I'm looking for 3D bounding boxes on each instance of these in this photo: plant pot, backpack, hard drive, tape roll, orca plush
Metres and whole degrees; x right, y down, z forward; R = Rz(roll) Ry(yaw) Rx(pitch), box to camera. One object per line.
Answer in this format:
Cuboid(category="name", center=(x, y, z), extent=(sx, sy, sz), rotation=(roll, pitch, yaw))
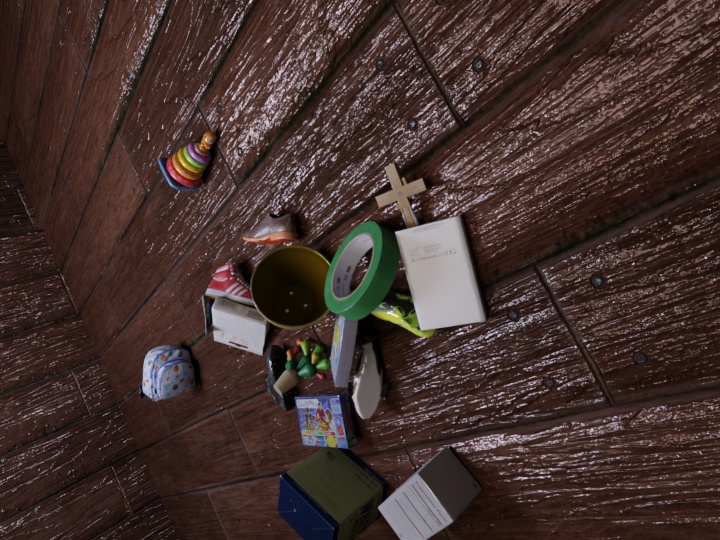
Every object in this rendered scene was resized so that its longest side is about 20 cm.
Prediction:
Cuboid(category="plant pot", center=(-0.157, 0.060, 1.224), extent=(0.200, 0.200, 0.142), rotation=(54, 163, 15))
Cuboid(category="backpack", center=(-0.708, 0.374, 1.876), extent=(0.154, 0.200, 0.191), rotation=(3, 101, 39))
Cuboid(category="hard drive", center=(0.153, 0.007, 0.965), extent=(0.131, 0.027, 0.201), rotation=(-12, 96, 27))
Cuboid(category="tape roll", center=(0.000, 0.000, 1.040), extent=(0.200, 0.048, 0.201), rotation=(-40, 37, 39))
Cuboid(category="orca plush", center=(0.004, 0.243, 1.200), extent=(0.071, 0.105, 0.201), rotation=(-153, 47, -73))

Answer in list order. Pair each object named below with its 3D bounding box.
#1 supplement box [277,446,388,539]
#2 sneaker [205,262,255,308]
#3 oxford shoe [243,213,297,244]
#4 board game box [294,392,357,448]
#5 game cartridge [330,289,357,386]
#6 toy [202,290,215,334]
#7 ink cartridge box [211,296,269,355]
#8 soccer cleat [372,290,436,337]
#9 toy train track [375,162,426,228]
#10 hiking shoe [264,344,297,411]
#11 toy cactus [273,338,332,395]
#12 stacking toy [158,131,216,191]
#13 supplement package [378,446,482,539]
Cuboid(category="supplement box", center=(-0.073, 0.585, 1.310), extent=(0.200, 0.199, 0.135), rotation=(29, 122, 34))
Cuboid(category="sneaker", center=(-0.339, 0.042, 1.459), extent=(0.199, 0.071, 0.113), rotation=(12, 72, 11))
Cuboid(category="oxford shoe", center=(-0.231, -0.107, 1.311), extent=(0.199, 0.071, 0.073), rotation=(-2, 84, 41))
Cuboid(category="board game box", center=(-0.097, 0.402, 1.366), extent=(0.200, 0.034, 0.136), rotation=(-16, 83, 47))
Cuboid(category="game cartridge", center=(-0.037, 0.151, 1.152), extent=(0.133, 0.040, 0.201), rotation=(-132, 49, -73))
Cuboid(category="toy", center=(-0.448, 0.117, 1.555), extent=(0.200, 0.047, 0.116), rotation=(-156, 61, -76))
Cuboid(category="ink cartridge box", center=(-0.349, 0.166, 1.484), extent=(0.160, 0.050, 0.200), rotation=(18, 146, -1))
Cuboid(category="soccer cleat", center=(0.080, 0.087, 1.084), extent=(0.200, 0.065, 0.084), rotation=(28, 153, 29))
Cuboid(category="toy train track", center=(0.100, -0.115, 0.998), extent=(0.114, 0.033, 0.201), rotation=(-15, 100, 39))
Cuboid(category="hiking shoe", center=(-0.249, 0.309, 1.469), extent=(0.100, 0.076, 0.201), rotation=(1, 107, 41))
Cuboid(category="toy cactus", center=(-0.150, 0.255, 1.299), extent=(0.200, 0.165, 0.103), rotation=(10, 132, 47))
Cuboid(category="stacking toy", center=(-0.466, -0.324, 1.440), extent=(0.200, 0.116, 0.110), rotation=(-35, 80, 32))
Cuboid(category="supplement package", center=(0.149, 0.504, 1.120), extent=(0.117, 0.117, 0.200), rotation=(49, 133, 20))
